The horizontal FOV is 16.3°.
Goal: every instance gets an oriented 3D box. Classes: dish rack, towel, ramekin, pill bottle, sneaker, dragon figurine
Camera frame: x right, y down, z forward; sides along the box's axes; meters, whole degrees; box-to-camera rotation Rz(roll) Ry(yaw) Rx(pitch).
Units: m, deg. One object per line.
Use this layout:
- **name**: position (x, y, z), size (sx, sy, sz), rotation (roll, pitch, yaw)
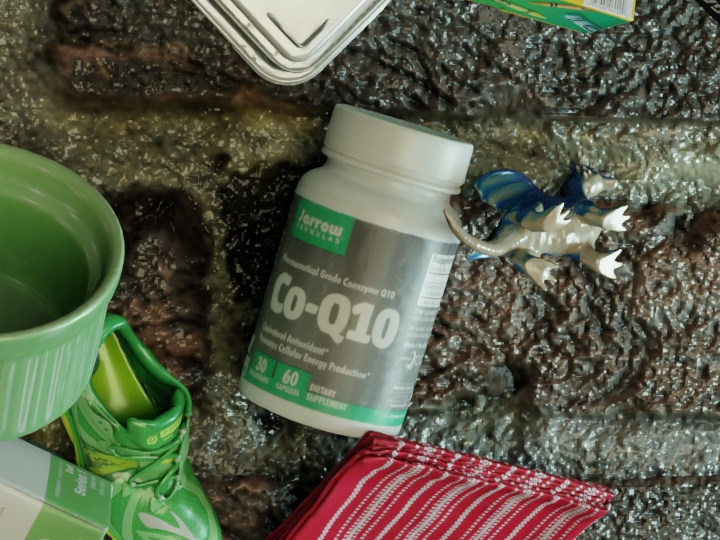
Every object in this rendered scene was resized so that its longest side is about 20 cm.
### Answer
- **dish rack**: position (-0.049, -0.235, 1.615), size (0.172, 0.044, 0.200), rotation (-45, 108, -3)
- **towel**: position (0.052, 0.170, 1.679), size (0.200, 0.023, 0.145), rotation (15, 138, -27)
- **ramekin**: position (-0.246, 0.015, 1.526), size (0.199, 0.200, 0.098), rotation (-1, 129, -16)
- **pill bottle**: position (0.000, 0.000, 1.638), size (0.113, 0.113, 0.200), rotation (14, 96, -18)
- **sneaker**: position (-0.145, 0.112, 1.629), size (0.074, 0.083, 0.200), rotation (-37, 111, -29)
- **dragon figurine**: position (0.106, -0.031, 1.648), size (0.200, 0.099, 0.059), rotation (-8, 111, -38)

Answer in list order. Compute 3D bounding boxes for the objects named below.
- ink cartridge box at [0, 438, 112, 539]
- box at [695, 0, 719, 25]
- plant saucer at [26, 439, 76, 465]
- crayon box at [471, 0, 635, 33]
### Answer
- **ink cartridge box**: position (-0.276, 0.163, 1.580), size (0.200, 0.084, 0.146), rotation (27, 105, -11)
- **box**: position (0.228, -0.293, 1.641), size (0.198, 0.050, 0.200), rotation (40, 62, -18)
- **plant saucer**: position (-0.242, 0.213, 1.661), size (0.070, 0.019, 0.200), rotation (32, 90, -20)
- **crayon box**: position (0.087, -0.234, 1.613), size (0.200, 0.058, 0.119), rotation (12, 80, -28)
